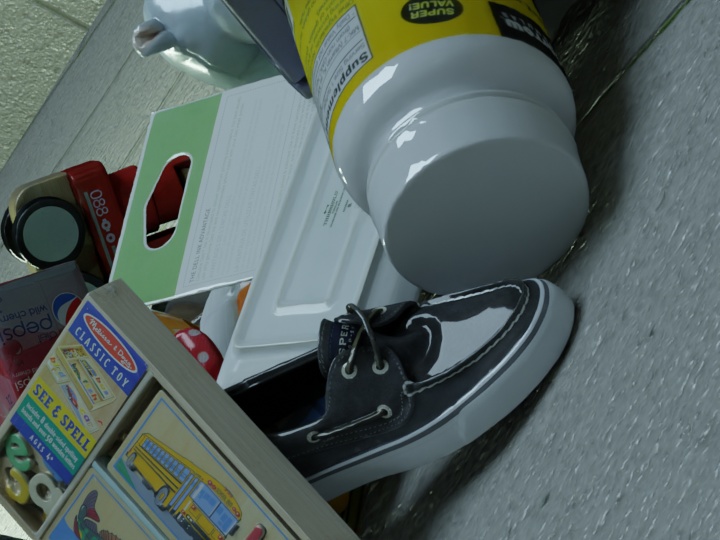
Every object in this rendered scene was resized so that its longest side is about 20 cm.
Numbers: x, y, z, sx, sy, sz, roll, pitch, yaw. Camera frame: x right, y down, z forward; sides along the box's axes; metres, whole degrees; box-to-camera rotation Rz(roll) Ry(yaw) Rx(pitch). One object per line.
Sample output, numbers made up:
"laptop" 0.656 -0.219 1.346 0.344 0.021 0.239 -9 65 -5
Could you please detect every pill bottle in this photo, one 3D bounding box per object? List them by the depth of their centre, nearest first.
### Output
"pill bottle" 0.034 -0.089 1.294 0.114 0.114 0.201 -54 35 31

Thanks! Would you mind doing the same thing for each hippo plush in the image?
"hippo plush" -0.041 -0.134 1.602 0.200 0.161 0.160 -31 19 39

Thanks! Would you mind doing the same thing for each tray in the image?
"tray" -0.007 -0.025 1.367 0.107 0.022 0.201 -6 51 35

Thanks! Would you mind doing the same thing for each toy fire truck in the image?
"toy fire truck" -0.116 0.000 1.816 0.199 0.177 0.129 -21 6 -11

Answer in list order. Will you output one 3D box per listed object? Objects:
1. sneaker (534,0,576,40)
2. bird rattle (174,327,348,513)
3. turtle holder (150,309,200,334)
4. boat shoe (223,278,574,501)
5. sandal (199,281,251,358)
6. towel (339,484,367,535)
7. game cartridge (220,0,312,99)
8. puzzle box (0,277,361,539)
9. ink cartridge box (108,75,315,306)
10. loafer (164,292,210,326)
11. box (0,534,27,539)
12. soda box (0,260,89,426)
"sneaker" 0.105 -0.187 1.410 0.200 0.070 0.100 132 157 -62
"bird rattle" -0.052 0.098 1.380 0.163 0.113 0.200 -31 24 33
"turtle holder" -0.120 0.110 1.563 0.141 0.131 0.187 4 109 56
"boat shoe" 0.000 0.047 1.228 0.199 0.066 0.070 -27 35 33
"sandal" 0.000 0.006 1.484 0.206 0.059 0.079 -30 37 29
"towel" -0.025 0.134 1.383 0.086 0.018 0.200 -53 15 34
"game cartridge" -0.020 -0.174 1.378 0.130 0.038 0.200 -46 -28 -2
"puzzle box" -0.077 0.118 1.246 0.025 0.200 0.133 -28 -21 -50
"ink cartridge box" -0.032 -0.042 1.457 0.199 0.048 0.146 -17 46 32
"loafer" -0.083 0.051 1.664 0.071 0.073 0.200 -65 12 -18
"box" -0.230 0.221 1.522 0.200 0.049 0.161 86 -164 -86
"soda box" -0.195 0.070 1.474 0.063 0.070 0.200 -17 -15 -31
